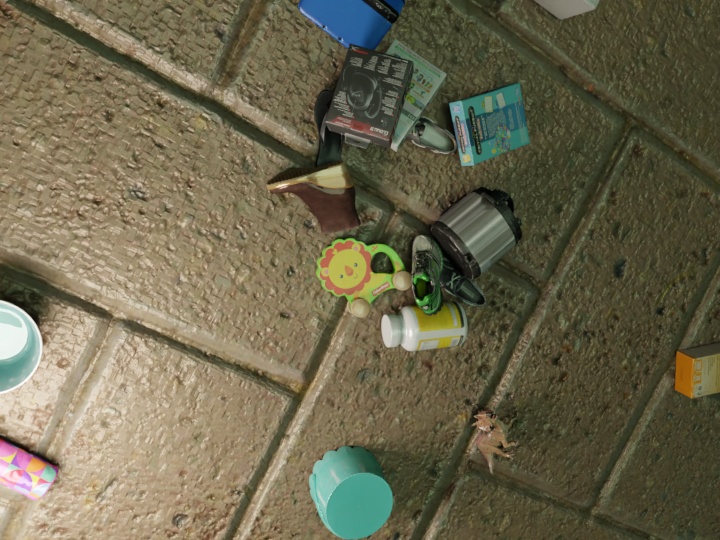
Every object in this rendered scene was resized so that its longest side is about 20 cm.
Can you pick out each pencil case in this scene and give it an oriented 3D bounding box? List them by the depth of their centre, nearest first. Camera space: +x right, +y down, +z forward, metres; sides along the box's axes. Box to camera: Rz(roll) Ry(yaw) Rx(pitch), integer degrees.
[{"bbox_3d":[-0.769,0.430,1.447,0.199,0.088,0.089,33,91,-19],"label":"pencil case"}]

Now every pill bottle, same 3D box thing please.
[{"bbox_3d":[0.158,0.141,1.649,0.198,0.112,0.114,-4,102,-16],"label":"pill bottle"}]

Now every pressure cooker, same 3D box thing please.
[{"bbox_3d":[0.294,-0.100,1.604,0.199,0.176,0.179,-39,103,-6],"label":"pressure cooker"}]

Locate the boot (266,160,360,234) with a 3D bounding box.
[{"bbox_3d":[-0.106,-0.156,1.534,0.198,0.073,0.168,-11,119,3],"label":"boot"}]

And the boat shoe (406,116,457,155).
[{"bbox_3d":[0.142,-0.331,1.574,0.198,0.060,0.074,26,95,-19],"label":"boat shoe"}]

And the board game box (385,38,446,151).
[{"bbox_3d":[0.082,-0.399,1.514,0.147,0.064,0.201,36,90,4],"label":"board game box"}]

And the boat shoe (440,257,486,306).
[{"bbox_3d":[0.237,0.028,1.671,0.199,0.068,0.072,38,89,-17],"label":"boat shoe"}]

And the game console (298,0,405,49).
[{"bbox_3d":[-0.012,-0.618,1.492,0.199,0.118,0.172,32,60,-20],"label":"game console"}]

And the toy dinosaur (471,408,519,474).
[{"bbox_3d":[0.351,0.449,1.792,0.134,0.086,0.202,11,114,-8],"label":"toy dinosaur"}]

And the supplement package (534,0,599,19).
[{"bbox_3d":[0.500,-0.731,1.552,0.151,0.151,0.202,25,93,-19],"label":"supplement package"}]

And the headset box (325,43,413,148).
[{"bbox_3d":[0.019,-0.371,1.448,0.147,0.077,0.202,16,89,6],"label":"headset box"}]

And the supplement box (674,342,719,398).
[{"bbox_3d":[1.043,0.293,1.966,0.198,0.073,0.128,-9,104,-15],"label":"supplement box"}]

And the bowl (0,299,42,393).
[{"bbox_3d":[-0.763,0.145,1.378,0.198,0.105,0.203,-4,102,-17],"label":"bowl"}]

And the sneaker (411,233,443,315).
[{"bbox_3d":[0.159,0.001,1.593,0.077,0.085,0.202,-14,66,19],"label":"sneaker"}]

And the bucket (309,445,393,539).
[{"bbox_3d":[-0.021,0.562,1.670,0.205,0.135,0.210,-3,102,-16],"label":"bucket"}]

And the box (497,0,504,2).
[{"bbox_3d":[0.304,-0.758,1.541,0.156,0.050,0.202,15,97,-19],"label":"box"}]

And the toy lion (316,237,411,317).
[{"bbox_3d":[0.000,0.000,1.606,0.199,0.069,0.193,-31,101,-9],"label":"toy lion"}]

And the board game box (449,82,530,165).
[{"bbox_3d":[0.315,-0.355,1.601,0.199,0.047,0.153,-23,107,-29],"label":"board game box"}]

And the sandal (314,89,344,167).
[{"bbox_3d":[-0.066,-0.312,1.525,0.075,0.043,0.203,-4,102,-16],"label":"sandal"}]
